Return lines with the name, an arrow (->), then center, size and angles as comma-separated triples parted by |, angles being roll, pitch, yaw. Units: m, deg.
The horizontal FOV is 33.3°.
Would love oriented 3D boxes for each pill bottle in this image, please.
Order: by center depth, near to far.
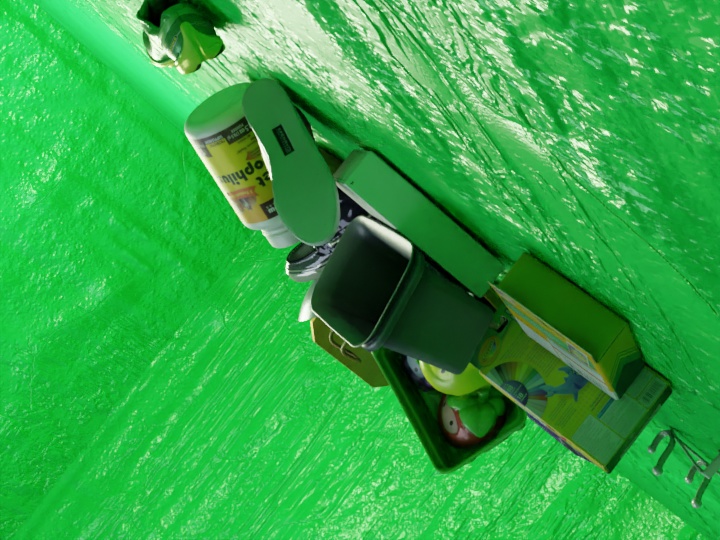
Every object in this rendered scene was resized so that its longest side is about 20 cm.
pill bottle -> -0.129, -0.129, 1.522 | 0.200, 0.109, 0.109 | 58, 168, -27

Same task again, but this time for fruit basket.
fruit basket -> 0.111, 0.128, 1.474 | 0.216, 0.155, 0.216 | 53, -170, -14

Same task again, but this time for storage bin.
storage bin -> 0.046, 0.044, 1.333 | 0.134, 0.146, 0.200 | 28, -178, -23

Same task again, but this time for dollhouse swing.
dollhouse swing -> 0.022, 0.057, 1.958 | 0.200, 0.176, 0.182 | 38, -167, -17

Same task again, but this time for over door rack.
over door rack -> 0.451, 0.278, 1.518 | 0.148, 0.067, 0.200 | 38, 177, -6

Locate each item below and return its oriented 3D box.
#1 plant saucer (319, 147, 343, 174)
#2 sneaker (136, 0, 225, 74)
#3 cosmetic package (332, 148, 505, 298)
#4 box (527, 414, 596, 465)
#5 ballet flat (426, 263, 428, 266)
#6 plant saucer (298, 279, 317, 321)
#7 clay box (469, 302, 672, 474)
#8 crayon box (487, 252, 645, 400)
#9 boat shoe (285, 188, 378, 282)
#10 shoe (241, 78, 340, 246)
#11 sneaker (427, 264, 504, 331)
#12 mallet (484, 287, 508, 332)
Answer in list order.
plant saucer -> -0.013, -0.106, 1.629 | 0.200, 0.037, 0.200 | 39, 177, 2
sneaker -> -0.194, -0.260, 1.273 | 0.084, 0.074, 0.200 | 61, 168, -21
cosmetic package -> 0.063, -0.053, 1.327 | 0.200, 0.051, 0.083 | 39, 180, -15
box -> 0.279, 0.170, 1.599 | 0.148, 0.104, 0.200 | 39, 178, 4
ballet flat -> 0.084, 0.006, 1.759 | 0.067, 0.067, 0.200 | 7, 166, 25
plant saucer -> 0.000, 0.000, 1.535 | 0.039, 0.200, 0.201 | 62, 175, -5
clay box -> 0.221, 0.112, 1.302 | 0.200, 0.115, 0.048 | 38, 177, 27
crayon box -> 0.208, 0.054, 1.188 | 0.126, 0.052, 0.200 | 37, 178, 25
boat shoe -> -0.036, -0.060, 1.476 | 0.093, 0.200, 0.075 | 46, -145, -27
shoe -> -0.068, -0.115, 1.348 | 0.201, 0.071, 0.091 | 66, -172, 14
sneaker -> 0.147, 0.029, 1.585 | 0.200, 0.070, 0.082 | 33, 158, 39
mallet -> 0.148, 0.007, 1.451 | 0.200, 0.066, 0.041 | 53, 175, 6
